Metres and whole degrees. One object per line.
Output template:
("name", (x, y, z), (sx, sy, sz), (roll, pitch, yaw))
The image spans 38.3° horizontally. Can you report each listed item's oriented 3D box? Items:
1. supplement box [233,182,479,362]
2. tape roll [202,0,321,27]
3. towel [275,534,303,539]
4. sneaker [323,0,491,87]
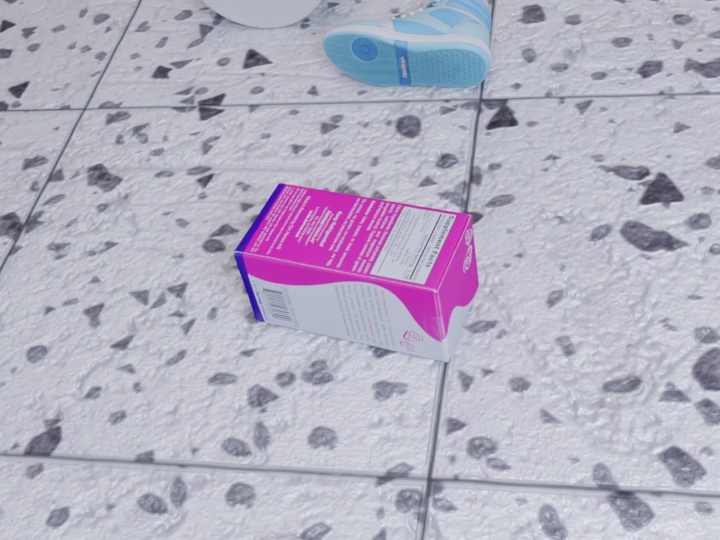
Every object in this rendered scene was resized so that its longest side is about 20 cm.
("supplement box", (0.000, 0.000, 0.969), (0.200, 0.101, 0.103), (12, 51, 22))
("tape roll", (-0.123, -0.435, 1.330), (0.202, 0.203, 0.139), (1, 47, 13))
("towel", (-0.078, 0.302, 0.756), (0.149, 0.031, 0.200), (-23, 47, -8))
("sneaker", (0.063, -0.285, 1.237), (0.200, 0.080, 0.131), (10, 52, 8))
